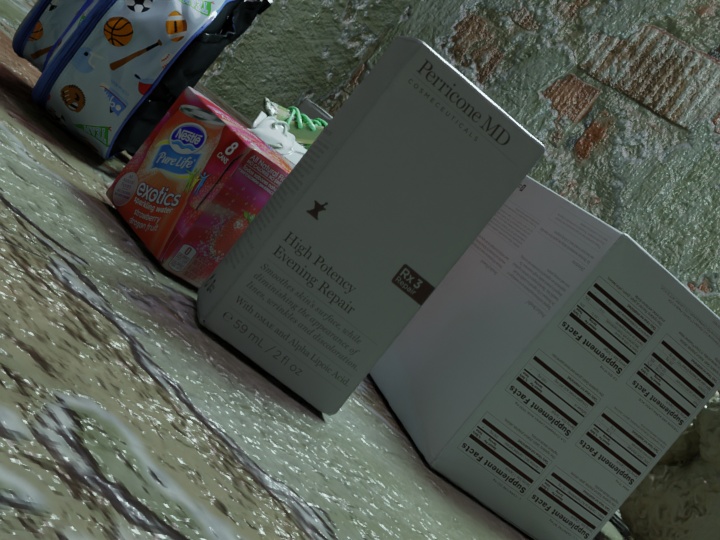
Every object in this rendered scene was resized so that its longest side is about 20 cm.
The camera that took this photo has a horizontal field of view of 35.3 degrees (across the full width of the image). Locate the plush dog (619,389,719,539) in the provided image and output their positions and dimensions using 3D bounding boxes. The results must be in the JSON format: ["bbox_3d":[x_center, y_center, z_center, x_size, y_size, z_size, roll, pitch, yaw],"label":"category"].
[{"bbox_3d":[0.261,0.180,0.993,0.172,0.160,0.201,54,-11,55],"label":"plush dog"}]

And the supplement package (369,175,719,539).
[{"bbox_3d":[0.136,0.064,0.844,0.147,0.200,0.191,37,5,-22],"label":"supplement package"}]

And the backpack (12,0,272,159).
[{"bbox_3d":[-0.176,-0.179,0.885,0.153,0.201,0.191,33,12,-14],"label":"backpack"}]

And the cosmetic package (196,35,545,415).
[{"bbox_3d":[0.003,-0.028,0.661,0.101,0.200,0.074,37,5,-16],"label":"cosmetic package"}]

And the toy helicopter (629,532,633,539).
[{"bbox_3d":[0.301,0.263,1.195,0.132,0.079,0.200,47,14,-7],"label":"toy helicopter"}]

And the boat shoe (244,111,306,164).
[{"bbox_3d":[-0.091,-0.114,1.049,0.198,0.067,0.074,7,2,-13],"label":"boat shoe"}]

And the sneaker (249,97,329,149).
[{"bbox_3d":[-0.065,-0.133,1.122,0.077,0.199,0.089,29,-41,60],"label":"sneaker"}]

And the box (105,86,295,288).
[{"bbox_3d":[-0.060,-0.023,0.775,0.200,0.096,0.100,35,7,-45],"label":"box"}]

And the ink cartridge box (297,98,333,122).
[{"bbox_3d":[-0.025,-0.097,1.480,0.200,0.148,0.145,37,4,-25],"label":"ink cartridge box"}]
